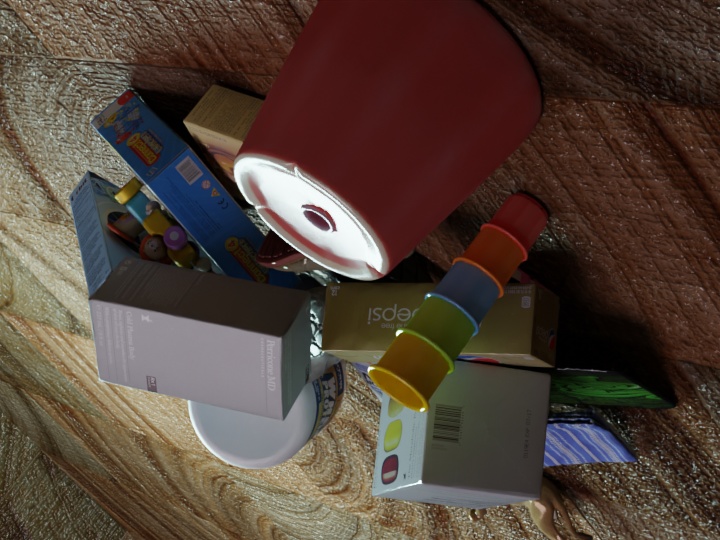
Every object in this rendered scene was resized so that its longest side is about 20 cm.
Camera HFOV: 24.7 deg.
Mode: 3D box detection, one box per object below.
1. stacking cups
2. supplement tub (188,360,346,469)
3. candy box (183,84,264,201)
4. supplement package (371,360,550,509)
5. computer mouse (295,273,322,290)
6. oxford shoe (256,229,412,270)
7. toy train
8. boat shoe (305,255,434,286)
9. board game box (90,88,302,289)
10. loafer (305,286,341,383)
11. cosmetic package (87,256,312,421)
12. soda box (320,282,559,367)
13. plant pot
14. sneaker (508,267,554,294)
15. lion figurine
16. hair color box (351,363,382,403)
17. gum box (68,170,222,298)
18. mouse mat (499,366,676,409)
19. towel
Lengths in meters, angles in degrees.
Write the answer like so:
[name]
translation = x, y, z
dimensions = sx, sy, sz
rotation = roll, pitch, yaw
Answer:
[stacking cups]
translation = 0.084, 0.019, 1.348
dimensions = 0.060, 0.200, 0.061
rotation = 32, 163, 11
[supplement tub]
translation = -0.098, 0.133, 1.863
dimensions = 0.144, 0.145, 0.200
rotation = 34, -165, 7
[candy box]
translation = -0.060, -0.097, 1.536
dimensions = 0.200, 0.055, 0.116
rotation = 21, 155, 35
[supplement package]
translation = 0.087, 0.154, 1.500
dimensions = 0.109, 0.114, 0.200
rotation = 9, 167, -10
[computer mouse]
translation = -0.075, 0.041, 1.784
dimensions = 0.200, 0.138, 0.053
rotation = -20, 79, 56
[oxford shoe]
translation = -0.026, -0.020, 1.456
dimensions = 0.075, 0.071, 0.200
rotation = 34, 162, -24
[toy train]
translation = -0.189, -0.010, 1.675
dimensions = 0.200, 0.056, 0.150
rotation = 44, 174, 41
[boat shoe]
translation = 0.000, 0.000, 1.639
dimensions = 0.200, 0.076, 0.074
rotation = 38, 166, 20
[board game box]
translation = -0.169, -0.071, 1.676
dimensions = 0.200, 0.056, 0.196
rotation = 51, 175, -33
[loafer]
translation = -0.039, 0.059, 1.669
dimensions = 0.070, 0.070, 0.200
rotation = 56, 159, 10
[cosmetic package]
translation = -0.151, 0.064, 1.589
dimensions = 0.199, 0.090, 0.107
rotation = 11, 125, 18
[soda box]
translation = 0.068, 0.047, 1.438
dimensions = 0.199, 0.064, 0.068
rotation = -1, 168, 25
[plant pot]
translation = 0.011, -0.103, 1.240
dimensions = 0.200, 0.177, 0.201
rotation = 31, 159, 13
[sneaker]
translation = 0.118, 0.055, 1.532
dimensions = 0.074, 0.088, 0.200
rotation = 39, 159, -6
[lion figurine]
translation = 0.175, 0.253, 1.912
dimensions = 0.199, 0.073, 0.123
rotation = 14, 140, 18
[hair color box]
translation = 0.071, 0.128, 1.800
dimensions = 0.111, 0.064, 0.200
rotation = 14, 151, 44
[gum box]
translation = -0.219, -0.006, 1.750
dimensions = 0.170, 0.045, 0.200
rotation = 28, -158, -31
[mouse mat]
translation = 0.174, 0.107, 1.516
dimensions = 0.200, 0.008, 0.161
rotation = -1, 164, 31
[towel]
translation = 0.164, 0.179, 1.663
dimensions = 0.199, 0.024, 0.145
rotation = -7, 155, 24
